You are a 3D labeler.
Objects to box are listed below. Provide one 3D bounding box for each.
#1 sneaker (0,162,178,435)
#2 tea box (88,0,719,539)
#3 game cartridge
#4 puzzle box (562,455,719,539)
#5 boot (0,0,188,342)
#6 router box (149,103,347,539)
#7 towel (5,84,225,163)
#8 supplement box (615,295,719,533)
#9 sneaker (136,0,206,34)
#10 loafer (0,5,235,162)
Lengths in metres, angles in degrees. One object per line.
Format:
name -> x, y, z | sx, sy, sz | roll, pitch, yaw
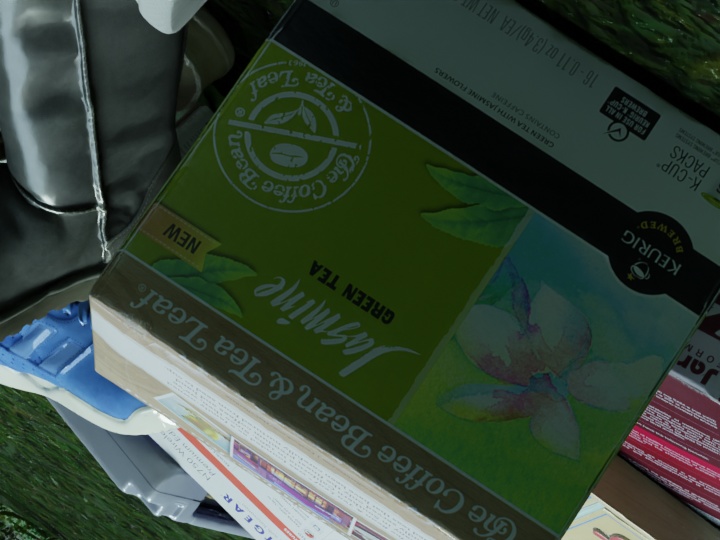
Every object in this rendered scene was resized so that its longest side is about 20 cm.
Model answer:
sneaker -> -0.136, 0.006, 1.303 | 0.200, 0.077, 0.111 | 12, 144, 48
tea box -> 0.027, 0.003, 1.122 | 0.200, 0.197, 0.134 | 32, 166, 5
game cartridge -> -0.082, 0.092, 1.536 | 0.133, 0.041, 0.200 | 42, -167, 36
puzzle box -> 0.084, 0.124, 1.418 | 0.133, 0.025, 0.200 | 36, 155, -8
boot -> -0.145, -0.071, 1.188 | 0.073, 0.182, 0.200 | 48, 151, 37
router box -> -0.053, 0.039, 1.366 | 0.200, 0.049, 0.179 | 45, 146, -2
towel -> -0.102, -0.024, 1.483 | 0.200, 0.031, 0.149 | -19, 136, 42
supplement box -> 0.144, 0.051, 1.290 | 0.109, 0.061, 0.200 | 29, 166, 22
sneaker -> -0.077, -0.168, 1.075 | 0.088, 0.075, 0.200 | 36, 156, 11
loafer -> -0.147, -0.085, 1.372 | 0.200, 0.068, 0.076 | -11, 133, 36
